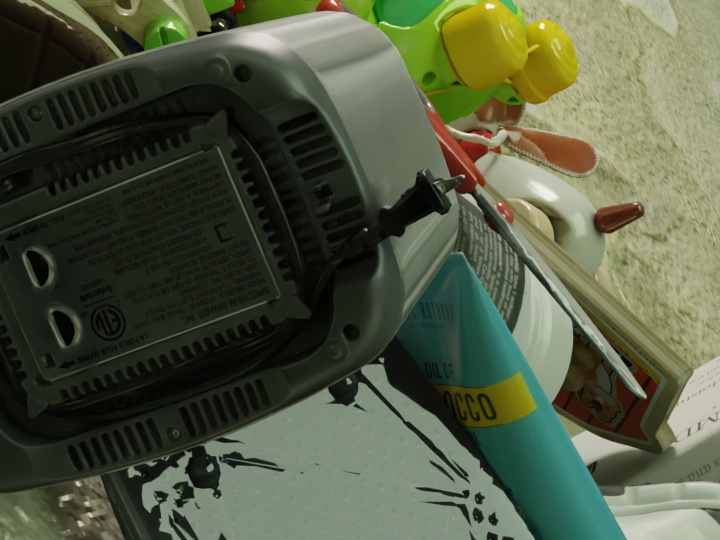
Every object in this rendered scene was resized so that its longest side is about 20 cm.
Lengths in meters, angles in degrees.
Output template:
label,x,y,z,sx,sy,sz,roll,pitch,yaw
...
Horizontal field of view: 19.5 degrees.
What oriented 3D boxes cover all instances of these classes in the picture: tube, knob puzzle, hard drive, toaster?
label,x,y,z,sx,sy,sz,roll,pitch,yaw
tube,0.061,0.078,0.772,0.050,0.077,0.200,-39,108,-33
knob puzzle,0.073,0.027,1.039,0.220,0.030,0.220,42,-15,13
hard drive,0.003,0.121,0.720,0.135,0.042,0.200,-31,87,-35
toaster,-0.052,-0.015,0.647,0.114,0.200,0.129,66,19,-7

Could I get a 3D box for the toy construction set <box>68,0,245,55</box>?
label,x,y,z,sx,sy,sz,roll,pitch,yaw
toy construction set,-0.100,-0.140,0.878,0.200,0.092,0.131,-79,150,-55

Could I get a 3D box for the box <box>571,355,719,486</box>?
label,x,y,z,sx,sy,sz,roll,pitch,yaw
box,0.230,0.144,1.082,0.200,0.199,0.131,55,19,-9

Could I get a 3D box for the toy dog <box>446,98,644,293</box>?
label,x,y,z,sx,sy,sz,roll,pitch,yaw
toy dog,0.107,-0.063,1.254,0.132,0.096,0.200,11,50,-64

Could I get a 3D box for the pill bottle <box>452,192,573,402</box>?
label,x,y,z,sx,sy,sz,roll,pitch,yaw
pill bottle,0.000,0.000,0.874,0.200,0.116,0.116,37,29,-46

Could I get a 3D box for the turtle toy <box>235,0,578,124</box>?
label,x,y,z,sx,sy,sz,roll,pitch,yaw
turtle toy,0.008,-0.114,1.008,0.200,0.146,0.101,4,64,-66

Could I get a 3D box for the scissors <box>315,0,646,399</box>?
label,x,y,z,sx,sy,sz,roll,pitch,yaw
scissors,0.049,-0.032,0.834,0.200,0.014,0.073,47,11,-3

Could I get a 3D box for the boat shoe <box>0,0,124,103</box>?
label,x,y,z,sx,sy,sz,roll,pitch,yaw
boat shoe,-0.148,-0.096,0.744,0.200,0.072,0.076,40,14,-40

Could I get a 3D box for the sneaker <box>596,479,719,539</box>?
label,x,y,z,sx,sy,sz,roll,pitch,yaw
sneaker,0.108,0.134,0.911,0.200,0.074,0.080,8,49,-9
